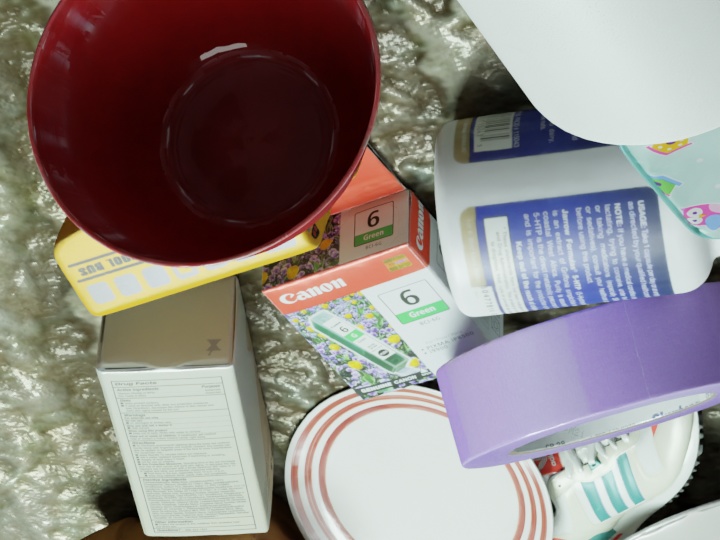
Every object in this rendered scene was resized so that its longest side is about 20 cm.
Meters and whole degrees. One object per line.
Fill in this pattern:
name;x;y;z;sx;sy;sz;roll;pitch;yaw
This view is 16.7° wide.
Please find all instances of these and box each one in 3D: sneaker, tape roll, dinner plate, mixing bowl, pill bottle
sneaker;0.166;0.133;1.703;0.093;0.070;0.200;8;144;-17
tape roll;0.136;-0.181;1.210;0.202;0.203;0.139;-18;137;23
dinner plate;0.252;0.205;1.760;0.200;0.024;0.200;-14;155;-7
tape roll;0.152;0.068;1.552;0.200;0.066;0.200;-14;170;-3
mixing bowl;-0.075;-0.088;1.372;0.200;0.201;0.108;-7;166;11
dinner plate;0.043;0.161;1.739;0.200;0.024;0.200;9;122;15
pill bottle;0.151;-0.041;1.448;0.200;0.120;0.120;-6;141;11

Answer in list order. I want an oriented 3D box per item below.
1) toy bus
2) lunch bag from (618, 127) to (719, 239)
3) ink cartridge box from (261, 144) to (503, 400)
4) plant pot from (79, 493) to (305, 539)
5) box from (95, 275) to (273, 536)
toy bus;-0.089;-0.040;1.488;0.200;0.065;0.078;-17;119;22
lunch bag;0.235;-0.097;1.296;0.200;0.077;0.160;-20;147;22
ink cartridge box;0.000;0.000;1.561;0.109;0.050;0.200;-18;138;23
plant pot;-0.101;0.249;1.783;0.140;0.200;0.200;-32;132;13
box;-0.116;0.095;1.663;0.095;0.078;0.200;-1;141;4
